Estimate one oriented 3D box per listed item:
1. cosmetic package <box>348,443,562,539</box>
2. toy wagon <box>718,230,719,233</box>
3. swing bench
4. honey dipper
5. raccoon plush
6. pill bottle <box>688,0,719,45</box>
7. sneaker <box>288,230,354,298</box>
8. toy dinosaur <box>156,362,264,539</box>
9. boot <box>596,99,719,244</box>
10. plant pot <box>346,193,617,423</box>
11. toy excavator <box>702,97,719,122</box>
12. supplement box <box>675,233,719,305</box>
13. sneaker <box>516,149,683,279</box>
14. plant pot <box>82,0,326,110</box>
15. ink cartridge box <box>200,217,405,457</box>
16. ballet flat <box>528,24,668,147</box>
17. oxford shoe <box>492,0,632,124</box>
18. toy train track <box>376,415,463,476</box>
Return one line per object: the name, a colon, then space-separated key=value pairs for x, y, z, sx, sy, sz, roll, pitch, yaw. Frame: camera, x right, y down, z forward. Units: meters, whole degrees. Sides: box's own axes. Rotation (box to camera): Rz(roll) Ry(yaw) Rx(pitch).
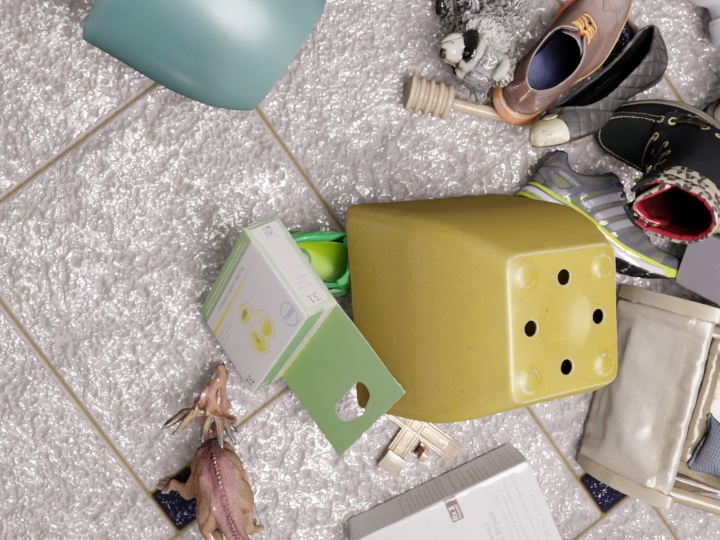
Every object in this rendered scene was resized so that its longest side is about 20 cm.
cosmetic package: x=0.096 y=0.273 z=0.845 sx=0.198 sy=0.074 sz=0.103 roll=-26 pitch=95 yaw=-4
toy wagon: x=0.410 y=-0.074 z=0.825 sx=0.155 sy=0.198 sz=0.040 roll=-34 pitch=137 yaw=-38
swing bench: x=0.350 y=0.137 z=0.831 sx=0.197 sy=0.130 sz=0.202 roll=13 pitch=94 yaw=-6
honey dipper: x=0.143 y=-0.162 z=0.841 sx=0.197 sy=0.038 sz=0.039 roll=12 pitch=92 yaw=-7
raccoon plush: x=0.161 y=-0.252 z=0.795 sx=0.197 sy=0.097 sz=0.136 roll=-21 pitch=84 yaw=-4
pill bottle: x=0.371 y=-0.338 z=0.813 sx=0.110 sy=0.112 sz=0.203 roll=-16 pitch=95 yaw=-4
sneaker: x=0.000 y=0.000 z=0.812 sx=0.196 sy=0.084 sz=0.075 roll=3 pitch=94 yaw=-10
toy dinosaur: x=-0.137 y=0.201 z=0.783 sx=0.085 sy=0.201 sz=0.137 roll=-13 pitch=136 yaw=-28
boot: x=0.283 y=-0.099 z=0.762 sx=0.153 sy=0.202 sz=0.074 roll=-26 pitch=129 yaw=-35
plant pot: x=0.119 y=0.033 z=0.727 sx=0.191 sy=0.199 sz=0.199 roll=-7 pitch=96 yaw=-27
toy excavator: x=0.476 y=-0.149 z=0.818 sx=0.194 sy=0.100 sz=0.200 roll=-40 pitch=82 yaw=-22
supplement box: x=0.432 y=0.016 z=0.811 sx=0.197 sy=0.109 sz=0.062 roll=9 pitch=106 yaw=-24
sneaker: x=0.260 y=-0.054 z=0.842 sx=0.198 sy=0.074 sz=0.082 roll=30 pitch=86 yaw=-8
plant pot: x=-0.129 y=-0.244 z=0.739 sx=0.160 sy=0.200 sz=0.202 roll=35 pitch=90 yaw=-18
ink cartridge box: x=-0.063 y=0.073 z=0.759 sx=0.048 sy=0.146 sz=0.201 roll=-22 pitch=70 yaw=-40
ballet flat: x=0.236 y=-0.181 z=0.815 sx=0.199 sy=0.066 sz=0.057 roll=-37 pitch=121 yaw=-24
oxford shoe: x=0.219 y=-0.228 z=0.815 sx=0.071 sy=0.073 sz=0.200 roll=42 pitch=76 yaw=-3
toy train track: x=0.085 y=0.130 z=0.855 sx=0.114 sy=0.033 sz=0.201 roll=35 pitch=89 yaw=-6
